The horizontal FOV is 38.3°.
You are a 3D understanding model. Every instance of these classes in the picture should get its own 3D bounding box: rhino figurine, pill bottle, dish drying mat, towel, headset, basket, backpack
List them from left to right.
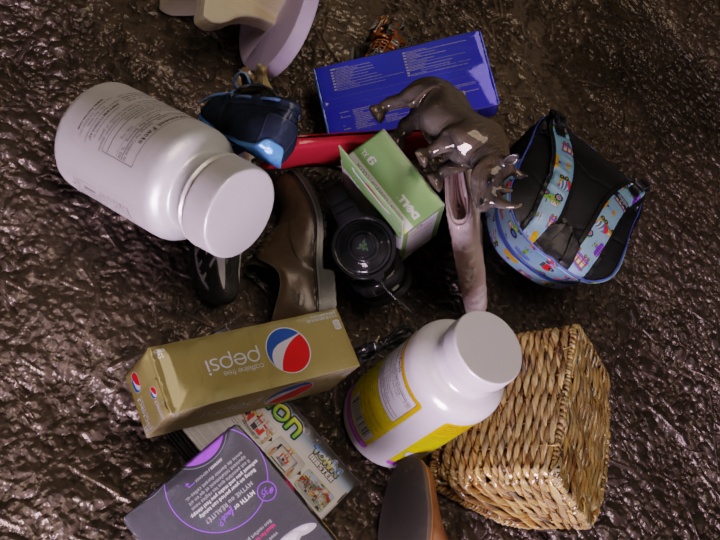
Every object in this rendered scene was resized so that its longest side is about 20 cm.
[{"bbox_3d":[-0.182,-0.093,0.976,0.200,0.114,0.114,29,43,29],"label":"pill bottle"},{"bbox_3d":[-0.007,-0.134,1.142,0.200,0.077,0.018,-8,76,-30],"label":"dish drying mat"},{"bbox_3d":[0.000,0.000,1.085,0.094,0.124,0.200,-28,58,0],"label":"headset"},{"bbox_3d":[0.070,0.113,1.002,0.104,0.200,0.104,15,57,-23],"label":"pill bottle"},{"bbox_3d":[0.098,-0.126,1.041,0.087,0.060,0.200,-38,56,-4],"label":"rhino figurine"},{"bbox_3d":[0.119,-0.072,1.159,0.032,0.200,0.191,-5,57,10],"label":"towel"},{"bbox_3d":[0.179,0.176,1.121,0.143,0.149,0.200,52,40,-39],"label":"basket"},{"bbox_3d":[0.233,-0.060,1.243,0.183,0.135,0.200,37,50,-9],"label":"backpack"}]

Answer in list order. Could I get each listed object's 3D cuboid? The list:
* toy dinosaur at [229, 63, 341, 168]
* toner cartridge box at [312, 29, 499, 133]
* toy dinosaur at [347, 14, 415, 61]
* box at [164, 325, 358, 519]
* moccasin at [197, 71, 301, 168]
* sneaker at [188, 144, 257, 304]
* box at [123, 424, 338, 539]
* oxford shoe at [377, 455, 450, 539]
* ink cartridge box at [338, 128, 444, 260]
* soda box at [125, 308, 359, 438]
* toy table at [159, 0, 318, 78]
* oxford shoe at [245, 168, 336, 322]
[{"bbox_3d":[-0.095,-0.164,1.148,0.058,0.200,0.101,-44,57,-2],"label":"toy dinosaur"},{"bbox_3d":[0.053,-0.207,1.207,0.200,0.043,0.095,-13,79,0],"label":"toner cartridge box"},{"bbox_3d":[0.047,-0.220,1.275,0.136,0.102,0.200,8,84,-11],"label":"toy dinosaur"},{"bbox_3d":[-0.105,0.161,0.977,0.200,0.035,0.110,49,50,3],"label":"box"},{"bbox_3d":[-0.099,-0.149,1.023,0.080,0.200,0.068,29,92,-33],"label":"moccasin"},{"bbox_3d":[-0.132,-0.057,1.065,0.080,0.074,0.200,10,59,-28],"label":"sneaker"},{"bbox_3d":[-0.086,0.241,0.870,0.122,0.106,0.200,-39,86,-11],"label":"box"},{"bbox_3d":[0.064,0.279,0.994,0.071,0.071,0.200,11,67,-37],"label":"oxford shoe"},{"bbox_3d":[0.033,-0.082,1.096,0.059,0.200,0.104,-37,81,-5],"label":"ink cartridge box"},{"bbox_3d":[-0.106,0.092,0.950,0.200,0.068,0.064,-11,70,-35],"label":"soda box"},{"bbox_3d":[-0.129,-0.323,1.173,0.117,0.184,0.200,27,38,-35],"label":"toy table"},{"bbox_3d":[-0.078,-0.025,1.082,0.084,0.073,0.200,0,55,-14],"label":"oxford shoe"}]
